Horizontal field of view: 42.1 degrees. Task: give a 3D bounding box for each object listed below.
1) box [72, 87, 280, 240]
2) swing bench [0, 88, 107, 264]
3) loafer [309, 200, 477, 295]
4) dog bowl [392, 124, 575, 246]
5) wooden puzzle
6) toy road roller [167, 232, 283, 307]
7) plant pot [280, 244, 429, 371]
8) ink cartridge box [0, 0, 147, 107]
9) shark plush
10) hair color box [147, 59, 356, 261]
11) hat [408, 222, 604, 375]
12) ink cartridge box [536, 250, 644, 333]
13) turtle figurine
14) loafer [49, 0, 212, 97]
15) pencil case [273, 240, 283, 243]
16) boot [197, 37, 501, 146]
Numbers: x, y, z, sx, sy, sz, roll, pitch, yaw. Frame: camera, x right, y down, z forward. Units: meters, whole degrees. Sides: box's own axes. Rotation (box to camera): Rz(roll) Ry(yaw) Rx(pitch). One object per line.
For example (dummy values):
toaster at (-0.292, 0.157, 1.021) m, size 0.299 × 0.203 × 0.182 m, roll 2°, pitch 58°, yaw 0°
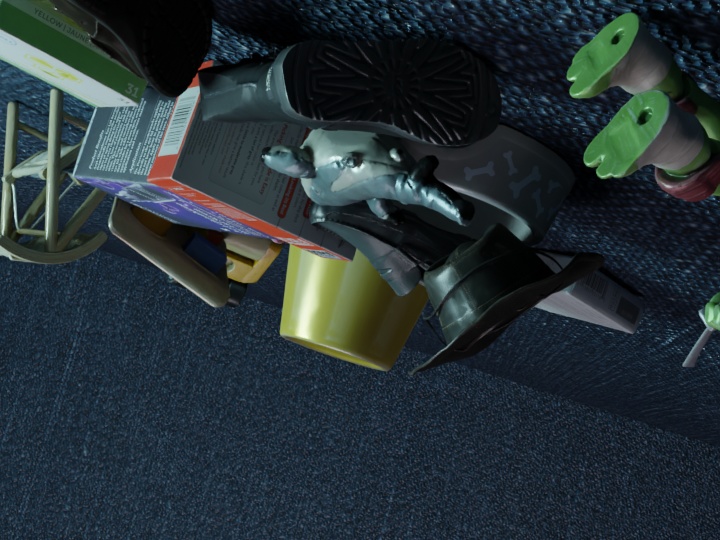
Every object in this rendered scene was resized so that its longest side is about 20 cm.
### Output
box at (-0.176, -0.112, 0.968) m, size 0.198 × 0.106 × 0.147 m, roll 9°, pitch 168°, yaw 45°
swing bench at (-0.387, -0.100, 1.161) m, size 0.129 × 0.203 × 0.198 m, roll 24°, pitch 170°, yaw -36°
loafer at (0.042, -0.013, 0.853) m, size 0.198 × 0.071 × 0.068 m, roll 21°, pitch 171°, yaw -19°
dog bowl at (0.081, -0.076, 0.810) m, size 0.197 × 0.059 × 0.200 m, roll 18°, pitch 172°, yaw 2°
wooden puzzle at (-0.244, -0.054, 1.250) m, size 0.185 × 0.046 × 0.200 m, roll 39°, pitch -167°, yaw -20°
toy road roller at (-0.214, -0.053, 1.473) m, size 0.122 × 0.147 × 0.200 m, roll 22°, pitch 133°, yaw -26°
plant pot at (0.000, 0.000, 1.022) m, size 0.198 × 0.191 × 0.201 m, roll 18°, pitch 171°, yaw 3°
ink cartridge box at (-0.241, -0.193, 0.797) m, size 0.145 × 0.049 × 0.199 m, roll 26°, pitch 171°, yaw -38°
shark plush at (0.018, -0.073, 0.720) m, size 0.198 × 0.091 × 0.084 m, roll 10°, pitch 134°, yaw 39°
hair color box at (-0.081, -0.095, 0.855) m, size 0.198 × 0.112 × 0.064 m, roll 24°, pitch 170°, yaw -32°
hat at (0.104, 0.011, 0.782) m, size 0.081 × 0.199 × 0.201 m, roll 56°, pitch 179°, yaw 12°
ink cartridge box at (0.225, 0.014, 1.153) m, size 0.159 × 0.048 × 0.199 m, roll 26°, pitch 174°, yaw -43°
turtle figurine at (0.186, -0.040, 0.536) m, size 0.192 × 0.146 × 0.199 m, roll 27°, pitch 165°, yaw -28°
loafer at (-0.164, -0.186, 0.632) m, size 0.071 × 0.074 × 0.200 m, roll 27°, pitch 172°, yaw 20°
pencil case at (-0.168, -0.096, 1.141) m, size 0.197 × 0.089 × 0.087 m, roll 15°, pitch 171°, yaw 19°
boot at (-0.017, -0.124, 0.673) m, size 0.163 × 0.067 × 0.199 m, roll 6°, pitch -179°, yaw -25°
